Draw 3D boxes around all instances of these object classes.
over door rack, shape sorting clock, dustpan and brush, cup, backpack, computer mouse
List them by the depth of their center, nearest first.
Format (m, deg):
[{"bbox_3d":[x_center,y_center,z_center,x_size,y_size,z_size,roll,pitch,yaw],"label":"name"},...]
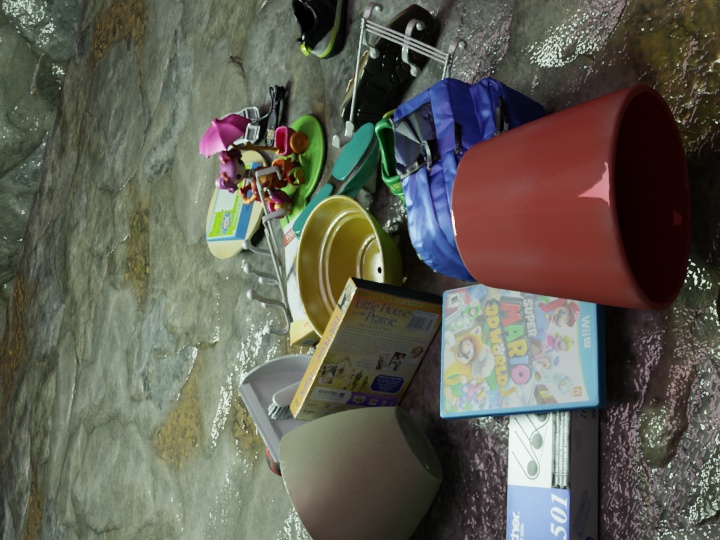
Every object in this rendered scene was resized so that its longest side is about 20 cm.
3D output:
[{"bbox_3d":[0.130,-0.100,1.052,0.167,0.161,0.204,-25,61,47],"label":"backpack"},{"bbox_3d":[0.015,0.247,1.134,0.142,0.200,0.202,-34,49,13],"label":"cup"},{"bbox_3d":[0.053,-0.235,1.243,0.146,0.066,0.203,28,120,24],"label":"over door rack"},{"bbox_3d":[-0.056,0.155,1.279,0.140,0.197,0.058,55,159,31],"label":"dustpan and brush"},{"bbox_3d":[-0.138,-0.029,1.360,0.149,0.065,0.203,-107,15,-56],"label":"over door rack"},{"bbox_3d":[-0.222,-0.118,1.694,0.199,0.039,0.203,-33,48,45],"label":"shape sorting clock"},{"bbox_3d":[-0.199,-0.261,1.700,0.198,0.043,0.112,-7,80,50],"label":"computer mouse"}]

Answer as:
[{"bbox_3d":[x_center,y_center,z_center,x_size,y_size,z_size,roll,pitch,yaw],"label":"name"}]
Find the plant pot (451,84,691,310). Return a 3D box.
[{"bbox_3d":[0.193,-0.058,0.875,0.175,0.199,0.205,-4,77,37],"label":"plant pot"}]

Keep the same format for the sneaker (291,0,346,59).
[{"bbox_3d":[-0.069,-0.440,1.511,0.071,0.082,0.204,-23,63,51],"label":"sneaker"}]

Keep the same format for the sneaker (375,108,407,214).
[{"bbox_3d":[0.065,-0.103,1.184,0.073,0.083,0.203,-23,89,40],"label":"sneaker"}]

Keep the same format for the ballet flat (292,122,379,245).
[{"bbox_3d":[-0.019,-0.117,1.354,0.201,0.070,0.067,-55,33,4],"label":"ballet flat"}]

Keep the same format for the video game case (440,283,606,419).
[{"bbox_3d":[0.166,0.078,0.985,0.198,0.018,0.146,-13,67,43],"label":"video game case"}]

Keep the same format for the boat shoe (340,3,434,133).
[{"bbox_3d":[0.030,-0.293,1.334,0.201,0.075,0.074,-52,24,28],"label":"boat shoe"}]

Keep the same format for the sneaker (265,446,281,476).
[{"bbox_3d":[-0.078,0.238,1.355,0.202,0.070,0.099,-59,37,27],"label":"sneaker"}]

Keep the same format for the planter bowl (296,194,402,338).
[{"bbox_3d":[0.000,0.000,1.278,0.199,0.082,0.205,4,95,53],"label":"planter bowl"}]

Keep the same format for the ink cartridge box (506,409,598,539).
[{"bbox_3d":[0.199,0.214,0.970,0.093,0.044,0.204,-12,71,55],"label":"ink cartridge box"}]

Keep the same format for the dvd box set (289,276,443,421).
[{"bbox_3d":[0.010,0.110,1.191,0.202,0.144,0.029,-65,35,22],"label":"dvd box set"}]

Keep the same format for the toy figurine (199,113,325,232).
[{"bbox_3d":[-0.173,-0.170,1.507,0.149,0.182,0.204,2,84,56],"label":"toy figurine"}]

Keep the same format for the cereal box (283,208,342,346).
[{"bbox_3d":[-0.064,-0.003,1.427,0.143,0.039,0.204,-35,54,48],"label":"cereal box"}]
